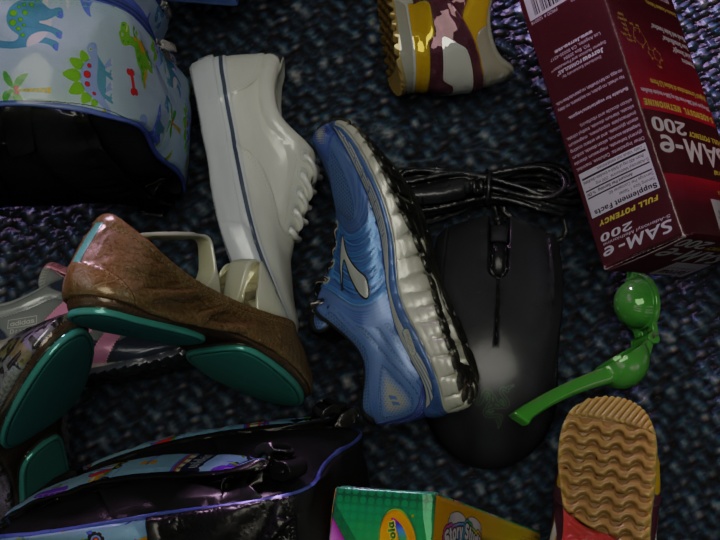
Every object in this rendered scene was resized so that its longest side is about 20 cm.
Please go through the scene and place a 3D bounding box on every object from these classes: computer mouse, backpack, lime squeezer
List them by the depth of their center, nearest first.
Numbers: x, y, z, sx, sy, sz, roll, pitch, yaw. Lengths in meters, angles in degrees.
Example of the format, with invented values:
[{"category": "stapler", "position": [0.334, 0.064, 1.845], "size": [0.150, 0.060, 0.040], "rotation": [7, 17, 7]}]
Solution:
[{"category": "backpack", "position": [-0.096, 0.163, 0.789], "size": [0.198, 0.183, 0.136], "rotation": [-11, 92, 12]}, {"category": "backpack", "position": [-0.201, -0.121, 0.843], "size": [0.181, 0.200, 0.149], "rotation": [-1, 81, 2]}, {"category": "lime squeezer", "position": [0.156, 0.029, 0.875], "size": [0.070, 0.038, 0.201], "rotation": [27, 62, 1]}, {"category": "computer mouse", "position": [0.079, 0.022, 0.878], "size": [0.137, 0.053, 0.203], "rotation": [-1, 76, 1]}]

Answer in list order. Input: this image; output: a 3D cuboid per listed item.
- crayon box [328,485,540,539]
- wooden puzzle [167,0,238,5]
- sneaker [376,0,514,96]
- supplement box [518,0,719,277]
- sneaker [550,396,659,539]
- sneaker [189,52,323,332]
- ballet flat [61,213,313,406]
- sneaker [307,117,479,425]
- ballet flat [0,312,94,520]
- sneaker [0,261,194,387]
[{"category": "crayon box", "position": [0.043, 0.191, 0.759], "size": [0.058, 0.200, 0.120], "rotation": [0, 74, 23]}, {"category": "wooden puzzle", "position": [-0.146, -0.209, 0.868], "size": [0.183, 0.200, 0.047], "rotation": [4, 79, 3]}, {"category": "sneaker", "position": [0.055, -0.215, 0.934], "size": [0.089, 0.075, 0.203], "rotation": [-3, 82, -7]}, {"category": "supplement box", "position": [0.172, -0.101, 0.871], "size": [0.061, 0.108, 0.202], "rotation": [-25, 73, 35]}, {"category": "sneaker", "position": [0.137, 0.180, 0.797], "size": [0.074, 0.090, 0.202], "rotation": [8, 65, 19]}, {"category": "sneaker", "position": [-0.058, -0.052, 0.891], "size": [0.070, 0.073, 0.202], "rotation": [-13, 76, 0]}, {"category": "ballet flat", "position": [-0.089, 0.019, 0.794], "size": [0.067, 0.199, 0.073], "rotation": [-6, 67, 38]}, {"category": "sneaker", "position": [0.000, 0.000, 0.843], "size": [0.088, 0.079, 0.202], "rotation": [-22, 68, 13]}, {"category": "ballet flat", "position": [-0.201, 0.081, 0.808], "size": [0.071, 0.201, 0.073], "rotation": [9, 48, -10]}, {"category": "sneaker", "position": [-0.167, 0.030, 0.875], "size": [0.197, 0.070, 0.083], "rotation": [-8, 79, -2]}]
